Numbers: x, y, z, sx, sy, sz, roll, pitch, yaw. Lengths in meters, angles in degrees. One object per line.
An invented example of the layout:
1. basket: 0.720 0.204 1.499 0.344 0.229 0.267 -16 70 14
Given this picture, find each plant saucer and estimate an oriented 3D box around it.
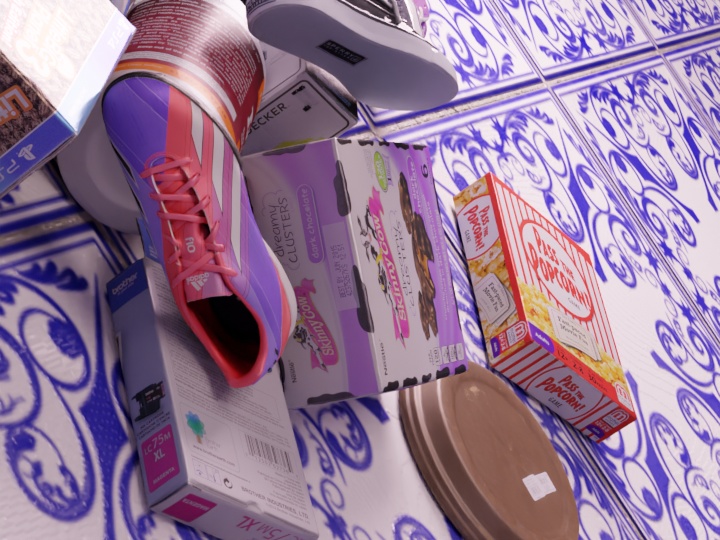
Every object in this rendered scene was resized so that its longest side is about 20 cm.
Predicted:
1. plant saucer: 0.102 0.145 1.606 0.200 0.029 0.200 44 25 -27

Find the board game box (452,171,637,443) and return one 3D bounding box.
1. board game box: 0.155 0.031 1.832 0.151 0.046 0.200 36 30 -38

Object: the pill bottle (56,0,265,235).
1. pill bottle: -0.124 -0.115 1.410 0.113 0.113 0.200 47 25 -17

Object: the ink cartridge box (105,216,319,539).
1. ink cartridge box: -0.094 0.072 1.312 0.119 0.042 0.200 30 36 -44

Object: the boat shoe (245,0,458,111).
1. boat shoe: -0.006 -0.169 1.468 0.199 0.073 0.068 20 56 -41

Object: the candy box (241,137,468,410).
1. candy box: 0.000 0.000 1.453 0.200 0.071 0.168 -6 85 -71

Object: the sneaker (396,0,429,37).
1. sneaker: 0.036 -0.214 1.902 0.114 0.073 0.201 33 31 -46

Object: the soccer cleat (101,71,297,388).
1. soccer cleat: -0.096 -0.024 1.265 0.073 0.068 0.200 -75 144 -58

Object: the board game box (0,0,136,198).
1. board game box: -0.247 -0.155 1.250 0.200 0.097 0.160 47 25 -18

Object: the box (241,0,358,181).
1. box: -0.066 -0.152 1.569 0.060 0.117 0.200 43 25 -30

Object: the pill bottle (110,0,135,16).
1. pill bottle: -0.188 -0.224 1.431 0.114 0.114 0.200 48 24 -15
